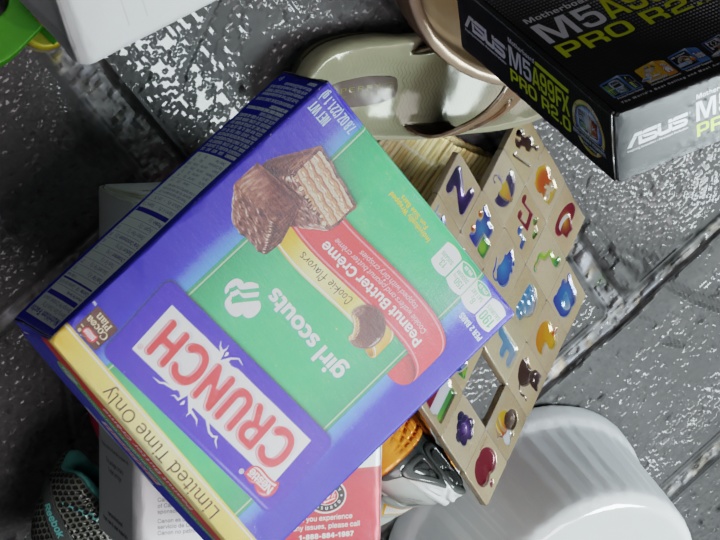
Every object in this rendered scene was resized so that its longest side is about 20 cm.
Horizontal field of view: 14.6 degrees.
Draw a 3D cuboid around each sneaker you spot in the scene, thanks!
[{"bbox_3d":[-0.098,0.147,1.630,0.199,0.078,0.092,3,117,-21],"label":"sneaker"},{"bbox_3d":[0.008,0.126,1.684,0.092,0.076,0.200,-35,174,3],"label":"sneaker"}]

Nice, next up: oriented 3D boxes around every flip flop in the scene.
[{"bbox_3d":[0.055,-0.111,1.619,0.199,0.058,0.082,-10,110,-24],"label":"flip flop"}]

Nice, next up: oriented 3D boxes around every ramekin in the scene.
[{"bbox_3d":[0.122,0.198,1.843,0.200,0.098,0.201,-16,126,-23],"label":"ramekin"}]

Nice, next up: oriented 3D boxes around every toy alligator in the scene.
[{"bbox_3d":[-0.125,-0.164,1.482,0.199,0.059,0.054,-25,89,-17],"label":"toy alligator"}]

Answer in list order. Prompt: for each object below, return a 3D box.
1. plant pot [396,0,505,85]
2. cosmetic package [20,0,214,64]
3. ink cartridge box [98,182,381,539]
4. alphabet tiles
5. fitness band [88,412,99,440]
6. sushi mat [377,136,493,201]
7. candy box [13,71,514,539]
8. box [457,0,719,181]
[{"bbox_3d":[0.089,-0.211,1.560,0.200,0.093,0.202,-17,126,-24],"label":"plant pot"},{"bbox_3d":[-0.104,-0.238,1.366,0.199,0.167,0.167,-28,129,-14],"label":"cosmetic package"},{"bbox_3d":[-0.067,0.050,1.555,0.144,0.084,0.201,-3,100,-21],"label":"ink cartridge box"},{"bbox_3d":[0.077,0.010,1.676,0.167,0.008,0.201,57,48,-38],"label":"alphabet tiles"},{"bbox_3d":[-0.083,0.038,1.639,0.143,0.037,0.201,6,114,-24],"label":"fitness band"},{"bbox_3d":[0.000,0.000,1.692,0.095,0.012,0.200,26,102,-40],"label":"sushi mat"},{"bbox_3d":[-0.049,0.025,1.471,0.200,0.077,0.169,-43,108,-10],"label":"candy box"},{"bbox_3d":[0.175,-0.134,1.496,0.199,0.160,0.044,-22,130,-19],"label":"box"}]
